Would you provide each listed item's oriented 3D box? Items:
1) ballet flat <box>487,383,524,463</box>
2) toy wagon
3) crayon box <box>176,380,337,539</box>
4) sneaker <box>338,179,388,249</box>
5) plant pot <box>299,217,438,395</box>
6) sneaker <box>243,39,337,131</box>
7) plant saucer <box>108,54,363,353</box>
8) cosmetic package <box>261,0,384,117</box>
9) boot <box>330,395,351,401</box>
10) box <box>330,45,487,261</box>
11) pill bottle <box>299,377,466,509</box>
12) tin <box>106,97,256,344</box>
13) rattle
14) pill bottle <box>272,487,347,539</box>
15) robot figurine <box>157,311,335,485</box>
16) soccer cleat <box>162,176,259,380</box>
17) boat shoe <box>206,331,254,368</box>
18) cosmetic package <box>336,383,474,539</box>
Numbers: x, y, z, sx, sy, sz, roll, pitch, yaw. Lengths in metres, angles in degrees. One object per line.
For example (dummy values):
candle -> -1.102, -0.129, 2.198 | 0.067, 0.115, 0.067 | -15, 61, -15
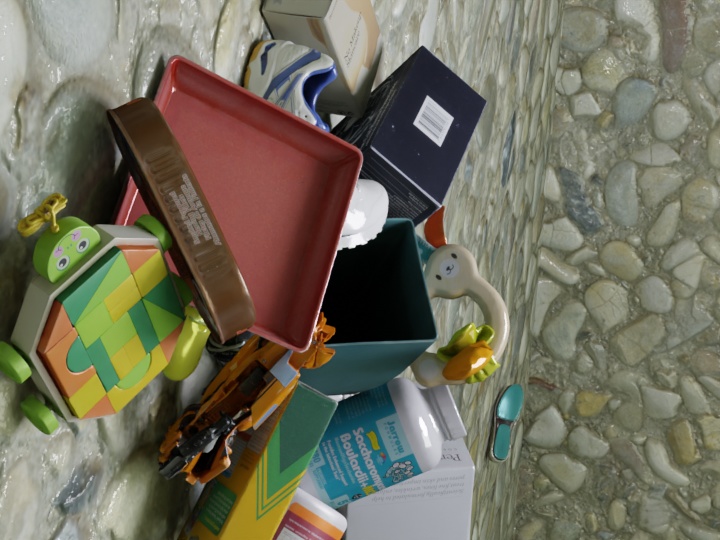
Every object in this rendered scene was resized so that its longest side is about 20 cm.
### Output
ballet flat -> 0.343, 0.368, 3.178 | 0.062, 0.067, 0.201 | 142, -32, -71
toy wagon -> -0.196, 0.027, 0.955 | 0.155, 0.040, 0.200 | -45, 149, -25
crayon box -> -0.104, 0.201, 1.277 | 0.201, 0.051, 0.126 | -63, -162, -8
sneaker -> -0.039, -0.067, 1.279 | 0.200, 0.076, 0.081 | -20, 126, -47
plant pot -> -0.029, 0.056, 1.397 | 0.200, 0.141, 0.142 | 122, -39, -56
sneaker -> -0.080, -0.129, 1.289 | 0.075, 0.088, 0.201 | 39, 63, -74
plant saucer -> -0.111, -0.053, 1.126 | 0.037, 0.199, 0.201 | -22, -132, 57
cosmetic package -> -0.035, -0.257, 1.396 | 0.200, 0.071, 0.106 | 62, 41, -66
boot -> -0.015, 0.141, 1.665 | 0.200, 0.095, 0.074 | -56, 151, -56
box -> 0.025, -0.119, 1.472 | 0.182, 0.104, 0.200 | -39, -162, 43
pill bottle -> 0.015, 0.189, 1.472 | 0.111, 0.199, 0.111 | -23, 90, -88
tin -> -0.137, -0.039, 1.017 | 0.201, 0.042, 0.112 | 65, -8, -4
rattle -> 0.081, 0.020, 1.383 | 0.143, 0.130, 0.201 | 12, 71, -64
pill bottle -> -0.107, 0.317, 1.356 | 0.200, 0.109, 0.110 | -58, 160, -11
robot figurine -> -0.108, 0.116, 1.203 | 0.200, 0.058, 0.145 | -46, -171, 10
soccer cleat -> -0.135, 0.001, 1.169 | 0.065, 0.083, 0.201 | 31, 68, -69
boat shoe -> -0.119, 0.057, 1.288 | 0.200, 0.072, 0.071 | 69, 30, -65
cosmetic package -> 0.040, 0.267, 1.686 | 0.200, 0.164, 0.166 | -114, -157, -60
